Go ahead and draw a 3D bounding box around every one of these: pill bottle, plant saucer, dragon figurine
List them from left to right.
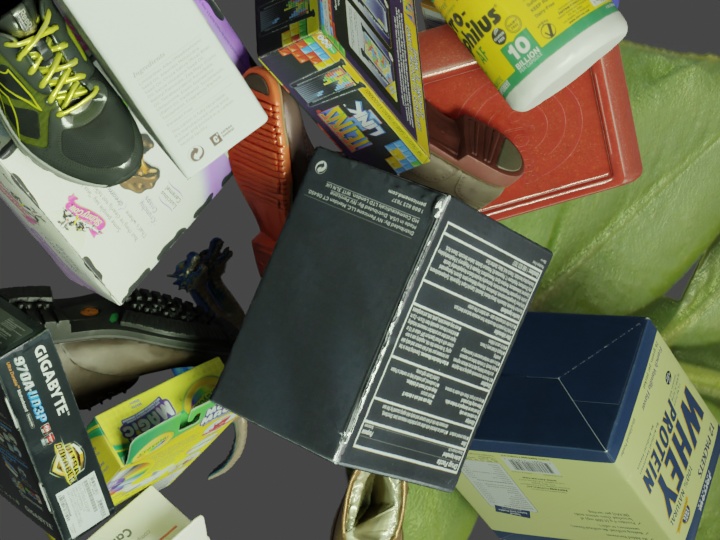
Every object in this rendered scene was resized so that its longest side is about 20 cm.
[{"bbox_3d":[-0.112,0.066,1.610,0.059,0.099,0.200,-28,145,-34],"label":"dragon figurine"},{"bbox_3d":[0.107,-0.233,1.588,0.113,0.113,0.200,-34,86,-29],"label":"pill bottle"},{"bbox_3d":[0.130,-0.123,1.700,0.199,0.037,0.200,-16,125,1],"label":"plant saucer"}]

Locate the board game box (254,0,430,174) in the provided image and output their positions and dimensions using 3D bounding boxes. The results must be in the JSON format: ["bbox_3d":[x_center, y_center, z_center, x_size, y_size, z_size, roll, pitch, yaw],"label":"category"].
[{"bbox_3d":[-0.016,-0.191,1.507,0.165,0.057,0.200,48,29,-45],"label":"board game box"}]

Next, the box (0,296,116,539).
[{"bbox_3d":[-0.255,0.078,1.374,0.046,0.200,0.159,-33,127,-26],"label":"box"}]

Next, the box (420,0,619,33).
[{"bbox_3d":[0.142,-0.220,1.744,0.200,0.041,0.119,-37,131,-29],"label":"box"}]

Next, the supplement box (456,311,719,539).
[{"bbox_3d":[0.187,0.146,1.813,0.200,0.200,0.135,51,52,-44],"label":"supplement box"}]

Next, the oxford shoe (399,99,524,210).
[{"bbox_3d":[0.031,-0.103,1.639,0.200,0.071,0.075,28,129,-15],"label":"oxford shoe"}]

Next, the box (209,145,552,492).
[{"bbox_3d":[0.018,0.039,1.469,0.200,0.123,0.199,25,88,-61],"label":"box"}]

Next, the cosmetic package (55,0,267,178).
[{"bbox_3d":[-0.150,-0.168,1.331,0.071,0.101,0.200,-37,128,-5],"label":"cosmetic package"}]

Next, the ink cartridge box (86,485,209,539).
[{"bbox_3d":[-0.177,0.245,1.564,0.116,0.067,0.200,-41,159,-24],"label":"ink cartridge box"}]

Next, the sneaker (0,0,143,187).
[{"bbox_3d":[-0.217,-0.137,1.335,0.074,0.085,0.200,-43,93,-16],"label":"sneaker"}]

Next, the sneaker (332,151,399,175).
[{"bbox_3d":[0.000,0.000,1.593,0.071,0.112,0.201,26,55,-74],"label":"sneaker"}]

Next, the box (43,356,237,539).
[{"bbox_3d":[-0.164,0.131,1.509,0.117,0.200,0.048,-25,80,-35],"label":"box"}]

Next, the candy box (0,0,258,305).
[{"bbox_3d":[-0.170,-0.106,1.468,0.200,0.071,0.168,-50,135,-17],"label":"candy box"}]

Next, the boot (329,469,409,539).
[{"bbox_3d":[0.006,0.217,1.707,0.200,0.066,0.176,-73,168,-83],"label":"boot"}]

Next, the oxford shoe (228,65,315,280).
[{"bbox_3d":[-0.046,-0.065,1.501,0.072,0.071,0.200,-26,126,-28],"label":"oxford shoe"}]

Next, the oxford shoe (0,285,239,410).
[{"bbox_3d":[-0.186,0.061,1.509,0.199,0.073,0.085,3,115,-16],"label":"oxford shoe"}]
